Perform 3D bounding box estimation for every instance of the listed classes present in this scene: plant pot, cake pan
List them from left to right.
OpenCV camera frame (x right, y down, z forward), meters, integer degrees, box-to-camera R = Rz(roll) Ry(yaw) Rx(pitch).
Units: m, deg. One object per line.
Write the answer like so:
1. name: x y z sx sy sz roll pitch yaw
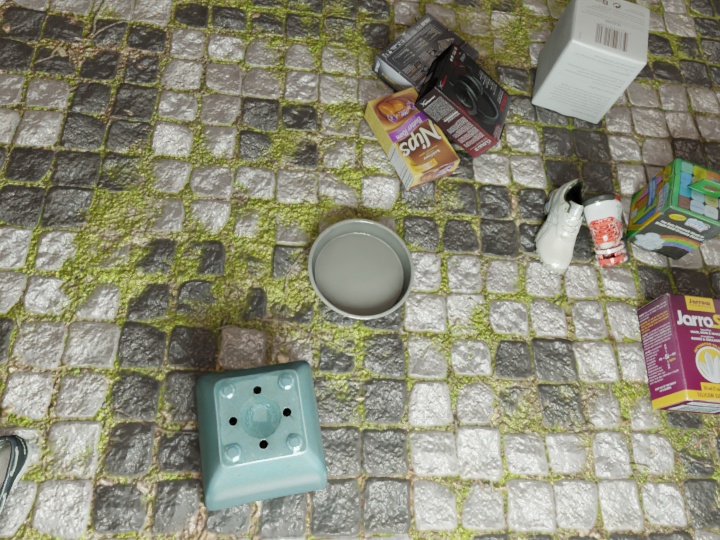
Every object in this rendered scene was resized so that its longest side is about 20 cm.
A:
1. plant pot: -0.149 0.232 0.848 0.194 0.200 0.198 -7 68 -12
2. cake pan: 0.000 0.000 1.063 0.198 0.037 0.202 4 66 -9

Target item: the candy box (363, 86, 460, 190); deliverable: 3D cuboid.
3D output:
1. candy box: 0.105 -0.277 1.192 0.116 0.057 0.201 -23 74 -20

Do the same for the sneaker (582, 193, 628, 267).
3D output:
1. sneaker: 0.478 -0.070 1.104 0.067 0.201 0.109 -11 73 24

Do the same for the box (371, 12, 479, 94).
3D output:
1. box: 0.147 -0.470 1.286 0.158 0.048 0.200 40 66 7

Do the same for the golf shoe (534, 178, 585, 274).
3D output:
1. golf shoe: 0.406 -0.094 1.143 0.078 0.097 0.201 16 66 -4

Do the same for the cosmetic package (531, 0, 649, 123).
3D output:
1. cosmetic package: 0.502 -0.469 1.264 0.166 0.200 0.167 17 65 -3

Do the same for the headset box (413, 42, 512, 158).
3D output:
1. headset box: 0.224 -0.347 1.196 0.199 0.077 0.150 35 58 -18

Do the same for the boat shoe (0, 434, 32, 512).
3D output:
1. boat shoe: -0.543 0.333 0.811 0.075 0.060 0.201 13 65 -4

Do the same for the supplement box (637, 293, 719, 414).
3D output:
1. supplement box: 0.616 0.157 1.067 0.130 0.103 0.202 5 66 -7

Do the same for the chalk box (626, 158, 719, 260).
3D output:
1. chalk box: 0.648 -0.131 1.143 0.124 0.200 0.125 20 65 -1
